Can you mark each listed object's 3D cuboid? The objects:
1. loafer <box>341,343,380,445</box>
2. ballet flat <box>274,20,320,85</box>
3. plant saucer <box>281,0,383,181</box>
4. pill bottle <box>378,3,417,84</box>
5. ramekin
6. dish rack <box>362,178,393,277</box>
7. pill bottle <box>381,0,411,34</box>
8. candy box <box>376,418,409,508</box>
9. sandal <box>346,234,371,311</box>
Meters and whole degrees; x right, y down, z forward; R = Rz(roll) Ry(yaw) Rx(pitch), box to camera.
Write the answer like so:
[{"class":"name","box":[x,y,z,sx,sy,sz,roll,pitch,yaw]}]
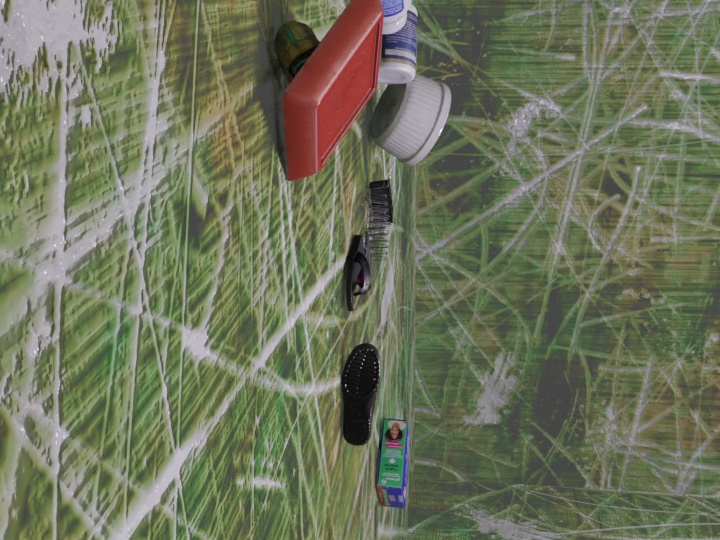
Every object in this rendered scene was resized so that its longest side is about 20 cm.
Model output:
[{"class":"loafer","box":[-0.003,0.235,1.702,0.071,0.073,0.201,-77,176,-80]},{"class":"ballet flat","box":[-0.068,-0.256,1.108,0.200,0.070,0.071,60,32,-80]},{"class":"plant saucer","box":[-0.028,-0.224,1.090,0.200,0.037,0.200,-58,170,-21]},{"class":"pill bottle","box":[0.066,-0.509,1.870,0.111,0.110,0.201,41,52,-81]},{"class":"ramekin","box":[0.106,-0.348,1.968,0.200,0.105,0.201,-49,-151,39]},{"class":"dish rack","box":[0.038,-0.089,1.974,0.154,0.054,0.201,78,16,-59]},{"class":"pill bottle","box":[0.042,-0.552,1.682,0.200,0.111,0.113,78,16,-64]},{"class":"candy box","box":[0.094,0.542,2.455,0.169,0.077,0.201,82,11,-56]},{"class":"sandal","box":[0.000,-0.001,1.714,0.201,0.048,0.076,-81,170,-49]}]
